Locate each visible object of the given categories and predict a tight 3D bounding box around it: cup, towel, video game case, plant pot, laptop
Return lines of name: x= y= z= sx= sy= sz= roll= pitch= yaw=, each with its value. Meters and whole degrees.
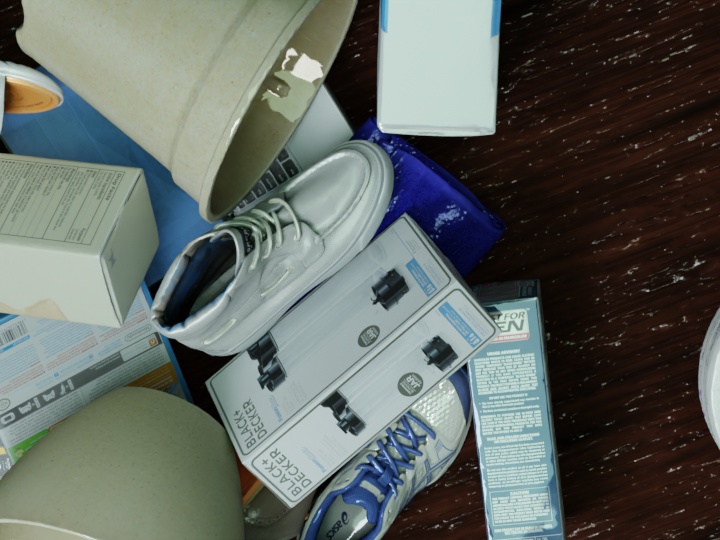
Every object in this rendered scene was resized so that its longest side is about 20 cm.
cup: x=-0.161 y=0.169 z=1.286 sx=0.200 sy=0.200 sz=0.143 roll=22 pitch=58 yaw=1
towel: x=0.000 y=0.000 z=1.375 sx=0.148 sy=0.050 sz=0.200 roll=37 pitch=102 yaw=-24
video game case: x=-0.199 y=0.102 z=1.351 sx=0.143 sy=0.018 sz=0.200 roll=-28 pitch=116 yaw=-20
plant pot: x=-0.129 y=-0.166 z=1.267 sx=0.183 sy=0.200 sz=0.201 roll=32 pitch=99 yaw=6
laptop: x=-0.138 y=-0.108 z=1.355 sx=0.200 sy=0.116 sz=0.187 roll=-30 pitch=96 yaw=26

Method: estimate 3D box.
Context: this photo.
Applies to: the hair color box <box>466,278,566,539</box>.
hair color box: x=0.117 y=0.113 z=1.380 sx=0.060 sy=0.100 sz=0.200 roll=-6 pitch=97 yaw=6

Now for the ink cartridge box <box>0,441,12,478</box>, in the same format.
ink cartridge box: x=-0.259 y=0.138 z=1.419 sx=0.175 sy=0.084 sz=0.200 roll=-10 pitch=97 yaw=4

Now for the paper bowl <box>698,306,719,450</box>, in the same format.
paper bowl: x=0.354 y=0.081 z=1.357 sx=0.200 sy=0.104 sz=0.201 roll=0 pitch=98 yaw=4

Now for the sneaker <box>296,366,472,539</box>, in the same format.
sneaker: x=0.022 y=0.159 z=1.400 sx=0.075 sy=0.088 sz=0.200 roll=33 pitch=98 yaw=0

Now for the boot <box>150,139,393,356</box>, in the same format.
boot: x=-0.063 y=-0.018 z=1.290 sx=0.074 sy=0.096 sz=0.200 roll=45 pitch=99 yaw=21

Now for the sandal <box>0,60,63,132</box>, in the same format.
sandal: x=-0.315 y=-0.115 z=1.289 sx=0.206 sy=0.079 sz=0.059 roll=5 pitch=75 yaw=-5

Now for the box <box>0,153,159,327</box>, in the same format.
box: x=-0.254 y=-0.027 z=1.296 sx=0.200 sy=0.095 sz=0.078 roll=8 pitch=138 yaw=15

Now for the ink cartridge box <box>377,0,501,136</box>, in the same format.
ink cartridge box: x=0.054 y=-0.176 z=1.293 sx=0.086 sy=0.200 sz=0.147 roll=3 pitch=99 yaw=2

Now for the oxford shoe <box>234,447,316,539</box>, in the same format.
oxford shoe: x=-0.059 y=0.156 z=1.387 sx=0.200 sy=0.071 sz=0.073 roll=-42 pitch=123 yaw=7

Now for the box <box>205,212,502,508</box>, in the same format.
box: x=-0.008 y=0.064 z=1.312 sx=0.200 sy=0.117 sz=0.060 roll=-40 pitch=124 yaw=6
